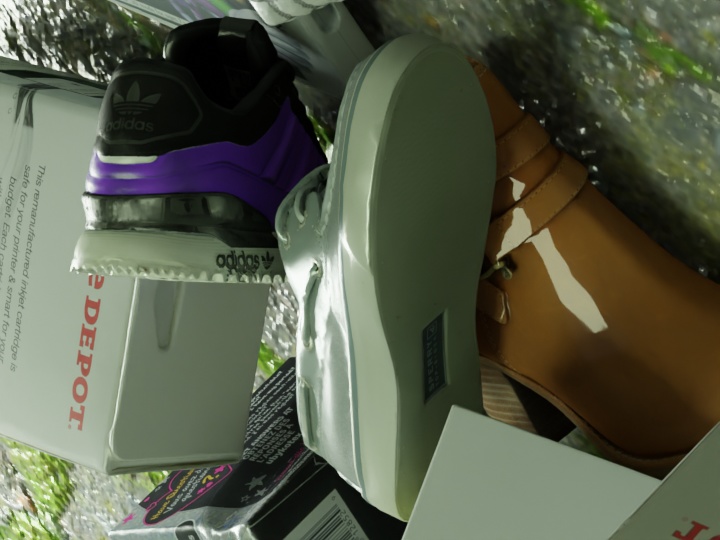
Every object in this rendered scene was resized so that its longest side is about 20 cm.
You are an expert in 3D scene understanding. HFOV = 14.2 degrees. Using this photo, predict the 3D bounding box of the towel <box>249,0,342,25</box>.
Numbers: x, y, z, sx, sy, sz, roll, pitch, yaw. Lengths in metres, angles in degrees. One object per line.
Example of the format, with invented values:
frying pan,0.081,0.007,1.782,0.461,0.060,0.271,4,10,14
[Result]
towel,-0.008,-0.182,0.804,0.165,0.086,0.200,-11,113,52

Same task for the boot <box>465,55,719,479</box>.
boot,0.078,-0.008,1.034,0.200,0.074,0.155,-6,118,51

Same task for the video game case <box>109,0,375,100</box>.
video game case,-0.101,-0.144,1.085,0.200,0.023,0.182,25,164,33

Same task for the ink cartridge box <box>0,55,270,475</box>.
ink cartridge box,-0.133,-0.008,1.222,0.200,0.084,0.146,17,102,41

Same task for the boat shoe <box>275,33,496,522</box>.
boat shoe,0.001,0.000,1.023,0.071,0.070,0.201,26,134,31

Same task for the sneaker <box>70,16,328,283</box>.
sneaker,-0.039,-0.045,1.089,0.069,0.200,0.100,1,90,23

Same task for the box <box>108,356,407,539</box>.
box,0.009,0.151,1.242,0.115,0.132,0.200,-10,118,54

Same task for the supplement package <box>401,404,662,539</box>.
supplement package,0.077,0.130,1.055,0.109,0.114,0.200,20,172,13

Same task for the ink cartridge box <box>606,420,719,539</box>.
ink cartridge box,0.187,0.078,0.866,0.147,0.200,0.086,24,142,35
